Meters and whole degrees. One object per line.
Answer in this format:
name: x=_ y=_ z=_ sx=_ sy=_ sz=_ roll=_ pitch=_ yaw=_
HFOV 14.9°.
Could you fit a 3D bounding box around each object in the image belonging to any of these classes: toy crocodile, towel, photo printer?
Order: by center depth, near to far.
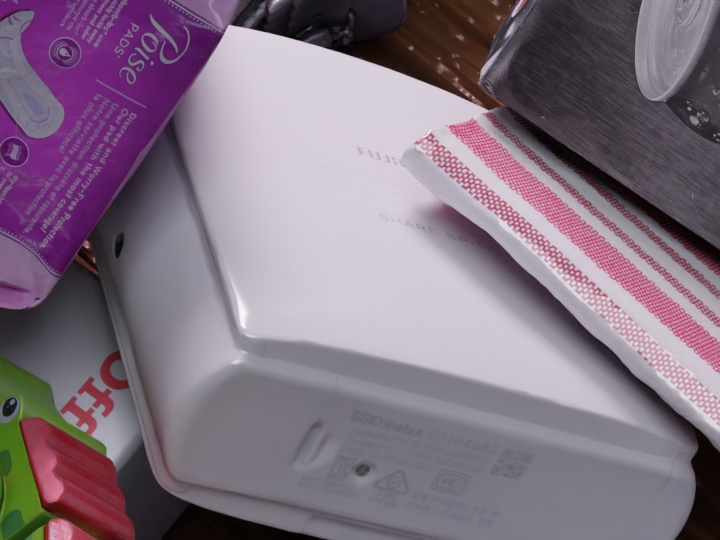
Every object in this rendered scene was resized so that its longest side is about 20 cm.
toy crocodile: x=-0.082 y=0.089 z=0.725 sx=0.062 sy=0.067 sz=0.200 roll=-39 pitch=37 yaw=18
photo printer: x=0.000 y=0.000 z=0.836 sx=0.166 sy=0.069 sz=0.200 roll=16 pitch=30 yaw=-25
towel: x=0.108 y=-0.001 z=0.857 sx=0.146 sy=0.030 sz=0.200 roll=42 pitch=27 yaw=16

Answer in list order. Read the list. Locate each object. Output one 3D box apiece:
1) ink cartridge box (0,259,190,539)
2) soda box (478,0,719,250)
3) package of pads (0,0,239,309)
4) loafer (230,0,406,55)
ink cartridge box: x=-0.162 y=0.039 z=0.855 sx=0.200 sy=0.083 sz=0.145 roll=34 pitch=66 yaw=13
soda box: x=0.137 y=-0.035 z=0.830 sx=0.200 sy=0.071 sz=0.063 roll=33 pitch=22 yaw=-4
package of pads: x=-0.102 y=-0.080 z=0.816 sx=0.076 sy=0.200 sz=0.121 roll=30 pitch=104 yaw=-20
loafer: x=0.006 y=-0.115 z=0.952 sx=0.063 sy=0.072 sz=0.200 roll=38 pitch=64 yaw=10
